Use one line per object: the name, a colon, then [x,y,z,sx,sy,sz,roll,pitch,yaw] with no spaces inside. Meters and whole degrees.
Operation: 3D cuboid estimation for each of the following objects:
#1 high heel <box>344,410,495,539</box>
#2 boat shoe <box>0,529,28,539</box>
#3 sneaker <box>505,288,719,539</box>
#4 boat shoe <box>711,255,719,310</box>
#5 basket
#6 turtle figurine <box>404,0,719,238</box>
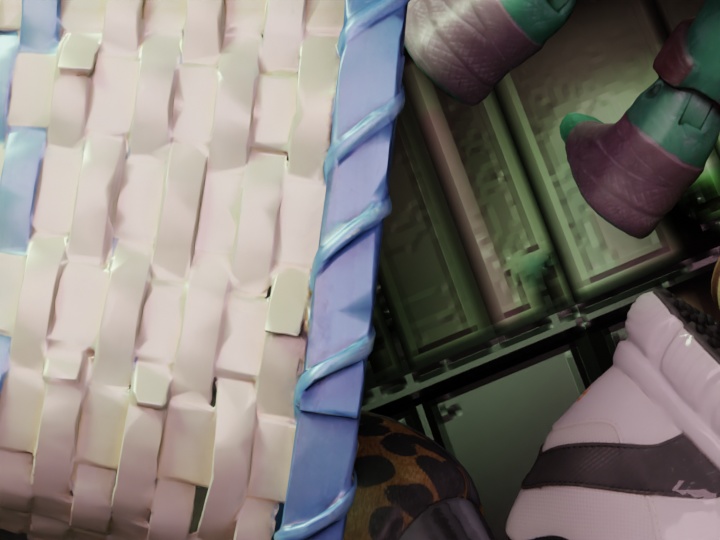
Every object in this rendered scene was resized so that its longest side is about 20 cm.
high heel: [-0.042,0.128,0.749,0.200,0.071,0.143,-33,52,2]
boat shoe: [-0.086,0.068,0.784,0.057,0.069,0.200,-22,43,55]
sneaker: [0.115,0.096,0.715,0.080,0.074,0.200,-48,57,10]
boat shoe: [0.182,-0.033,0.739,0.200,0.072,0.068,-32,63,-2]
basket: [0.000,0.000,0.682,0.200,0.139,0.177,10,81,1]
turtle figurine: [0.107,-0.105,0.741,0.150,0.101,0.200,44,110,-5]
